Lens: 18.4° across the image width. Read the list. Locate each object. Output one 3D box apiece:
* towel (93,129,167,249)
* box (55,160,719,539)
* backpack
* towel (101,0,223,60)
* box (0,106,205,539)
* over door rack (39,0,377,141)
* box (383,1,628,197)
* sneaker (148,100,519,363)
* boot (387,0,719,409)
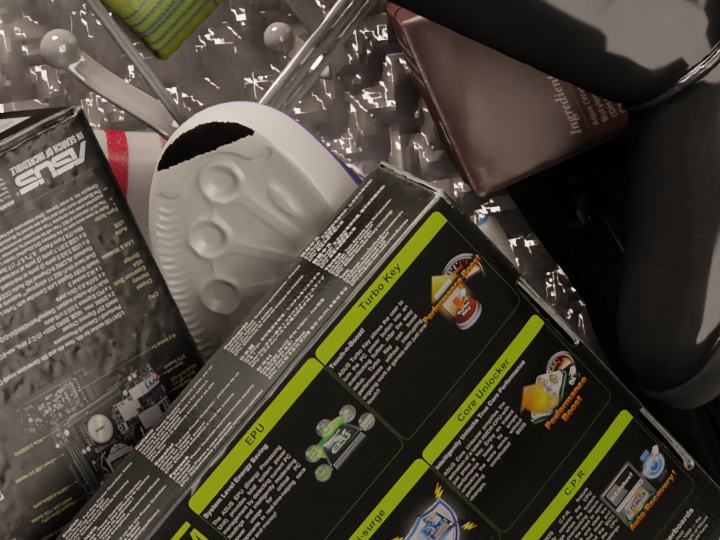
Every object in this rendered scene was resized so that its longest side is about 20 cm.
[{"bbox_3d":[-0.129,0.021,0.771,0.200,0.023,0.144,0,92,-27],"label":"towel"},{"bbox_3d":[0.008,0.101,0.709,0.200,0.048,0.193,-50,120,-7],"label":"box"},{"bbox_3d":[0.169,0.025,0.856,0.154,0.163,0.200,-34,114,-37],"label":"backpack"},{"bbox_3d":[-0.059,-0.192,0.797,0.144,0.023,0.200,41,75,-24],"label":"towel"},{"bbox_3d":[-0.150,0.063,0.701,0.200,0.086,0.164,-31,105,-22],"label":"box"},{"bbox_3d":[-0.050,-0.130,0.729,0.148,0.067,0.200,-54,149,-17],"label":"over door rack"},{"bbox_3d":[0.114,-0.104,0.805,0.200,0.100,0.075,-26,101,1],"label":"box"},{"bbox_3d":[0.000,0.000,0.789,0.200,0.080,0.147,60,24,-25],"label":"sneaker"},{"bbox_3d":[0.053,-0.070,0.693,0.200,0.066,0.165,28,73,-22],"label":"boot"}]
